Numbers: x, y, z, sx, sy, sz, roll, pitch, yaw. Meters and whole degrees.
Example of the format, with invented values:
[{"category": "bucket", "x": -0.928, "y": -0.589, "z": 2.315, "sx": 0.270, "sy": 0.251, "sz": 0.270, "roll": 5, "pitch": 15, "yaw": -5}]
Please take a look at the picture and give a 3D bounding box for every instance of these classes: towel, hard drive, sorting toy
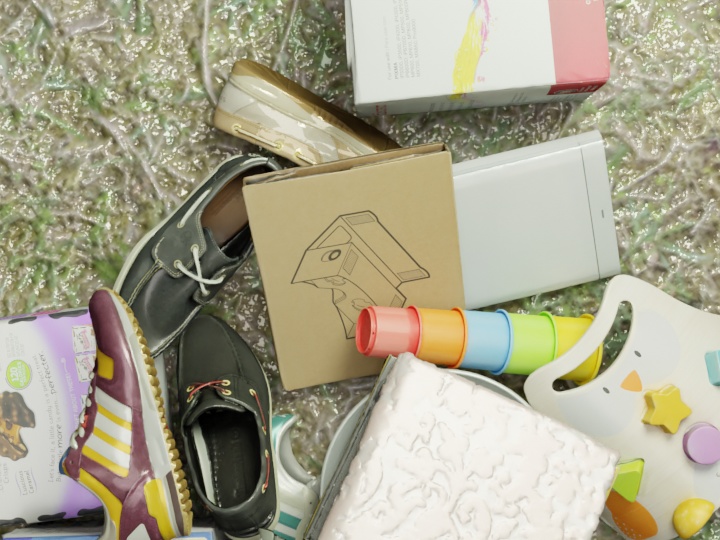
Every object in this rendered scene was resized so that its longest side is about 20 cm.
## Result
[{"category": "towel", "x": 0.076, "y": 0.185, "z": 1.234, "sx": 0.190, "sy": 0.032, "sz": 0.201, "roll": 24, "pitch": 70, "yaw": 0}, {"category": "hard drive", "x": 0.107, "y": -0.032, "z": 1.364, "sx": 0.199, "sy": 0.027, "sz": 0.132, "roll": -13, "pitch": 124, "yaw": 1}, {"category": "sorting toy", "x": 0.230, "y": 0.103, "z": 1.341, "sx": 0.180, "sy": 0.107, "sz": 0.200, "roll": 40, "pitch": 91, "yaw": -13}]

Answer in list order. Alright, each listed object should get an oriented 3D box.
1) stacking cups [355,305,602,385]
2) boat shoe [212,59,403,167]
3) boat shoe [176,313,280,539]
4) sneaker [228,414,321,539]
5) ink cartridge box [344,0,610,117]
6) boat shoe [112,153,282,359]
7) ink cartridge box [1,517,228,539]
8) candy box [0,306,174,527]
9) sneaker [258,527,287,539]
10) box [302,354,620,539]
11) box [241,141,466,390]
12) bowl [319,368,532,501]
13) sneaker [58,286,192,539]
[{"category": "stacking cups", "x": 0.094, "y": 0.061, "z": 1.350, "sx": 0.199, "sy": 0.060, "sz": 0.061, "roll": 3, "pitch": 91, "yaw": -18}, {"category": "boat shoe", "x": -0.030, "y": -0.097, "z": 1.378, "sx": 0.199, "sy": 0.074, "sz": 0.069, "roll": 32, "pitch": 106, "yaw": -2}, {"category": "boat shoe", "x": -0.109, "y": 0.116, "z": 1.343, "sx": 0.073, "sy": 0.063, "sz": 0.202, "roll": -17, "pitch": 58, "yaw": 3}, {"category": "sneaker", "x": -0.057, "y": 0.213, "z": 1.379, "sx": 0.093, "sy": 0.070, "sz": 0.201, "roll": -21, "pitch": 88, "yaw": 6}, {"category": "ink cartridge box", "x": 0.086, "y": -0.204, "z": 1.331, "sx": 0.199, "sy": 0.145, "sz": 0.146, "roll": -5, "pitch": 91, "yaw": 0}, {"category": "boat shoe", "x": -0.132, "y": -0.010, "z": 1.327, "sx": 0.072, "sy": 0.068, "sz": 0.200, "roll": 42, "pitch": 77, "yaw": -23}, {"category": "ink cartridge box", "x": -0.210, "y": 0.242, "z": 1.349, "sx": 0.199, "sy": 0.136, "sz": 0.077, "roll": 0, "pitch": 86, "yaw": 1}, {"category": "candy box", "x": -0.259, "y": 0.119, "z": 1.379, "sx": 0.199, "sy": 0.072, "sz": 0.169, "roll": -7, "pitch": 91, "yaw": 0}, {"category": "sneaker", "x": -0.005, "y": 0.276, "z": 1.260, "sx": 0.199, "sy": 0.074, "sz": 0.089, "roll": 22, "pitch": 73, "yaw": 15}, {"category": "box", "x": 0.076, "y": 0.180, "z": 1.284, "sx": 0.199, "sy": 0.049, "sz": 0.160, "roll": 26, "pitch": 79, "yaw": 1}, {"category": "box", "x": 0.000, "y": 0.000, "z": 1.338, "sx": 0.163, "sy": 0.021, "sz": 0.201, "roll": -11, "pitch": 125, "yaw": -3}, {"category": "bowl", "x": 0.067, "y": 0.178, "z": 1.368, "sx": 0.200, "sy": 0.090, "sz": 0.202, "roll": 0, "pitch": 91, "yaw": 1}, {"category": "sneaker", "x": -0.192, "y": 0.115, "z": 1.262, "sx": 0.090, "sy": 0.075, "sz": 0.201, "roll": -16, "pitch": 84, "yaw": -4}]
